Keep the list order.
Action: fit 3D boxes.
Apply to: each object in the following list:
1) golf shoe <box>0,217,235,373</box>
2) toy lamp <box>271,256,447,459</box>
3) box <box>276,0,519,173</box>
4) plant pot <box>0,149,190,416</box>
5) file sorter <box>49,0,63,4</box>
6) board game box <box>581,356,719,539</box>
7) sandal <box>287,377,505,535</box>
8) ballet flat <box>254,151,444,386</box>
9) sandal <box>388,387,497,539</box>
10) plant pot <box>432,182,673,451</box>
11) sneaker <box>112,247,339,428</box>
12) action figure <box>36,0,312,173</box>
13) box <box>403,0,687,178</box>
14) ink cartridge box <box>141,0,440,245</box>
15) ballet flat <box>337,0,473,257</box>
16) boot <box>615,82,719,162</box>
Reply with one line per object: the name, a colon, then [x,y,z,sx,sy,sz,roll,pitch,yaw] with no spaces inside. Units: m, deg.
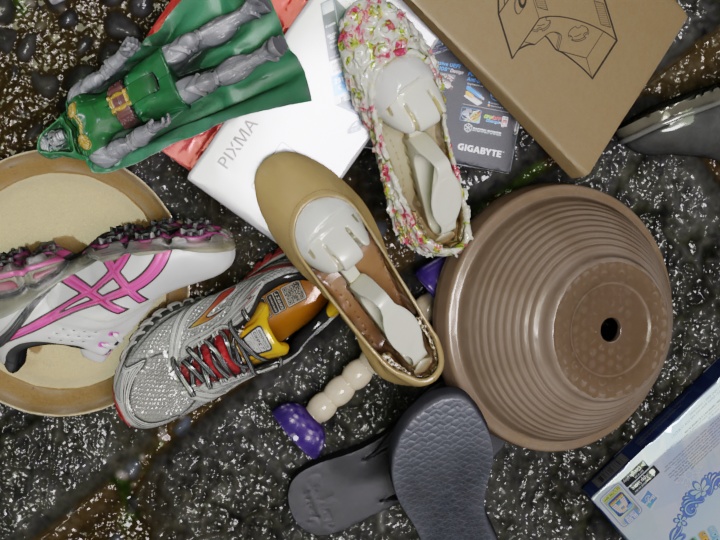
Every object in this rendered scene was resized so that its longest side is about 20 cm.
golf shoe: [-0.181,0.016,0.986,0.197,0.073,0.093,-12,102,8]
toy lamp: [0.021,0.059,1.033,0.058,0.058,0.200,45,92,-6]
box: [0.031,-0.168,1.019,0.197,0.046,0.161,9,95,-4]
plant pot: [-0.228,0.009,1.028,0.197,0.027,0.203,0,94,-3]
file sorter: [-0.210,-0.306,0.925,0.201,0.138,0.124,52,54,-6]
board game box: [0.313,0.180,1.067,0.200,0.043,0.199,-42,94,0]
sandal: [0.037,0.147,1.047,0.199,0.043,0.077,-32,96,0]
ballet flat: [0.000,0.000,0.950,0.068,0.063,0.201,-40,110,-8]
sandal: [0.061,0.162,1.013,0.075,0.043,0.202,-13,130,-4]
plant pot: [0.160,0.037,0.994,0.198,0.093,0.204,-2,94,-21]
sneaker: [-0.096,0.047,0.994,0.199,0.082,0.078,-36,107,-9]
action figure: [-0.144,-0.127,0.946,0.198,0.055,0.119,-27,78,16]
box: [0.138,-0.193,0.986,0.200,0.021,0.164,42,72,-24]
ink cartridge box: [-0.064,-0.146,0.971,0.175,0.045,0.201,35,94,-7]
ballet flat: [0.041,-0.095,0.941,0.075,0.064,0.202,-30,123,-14]
boot: [0.303,-0.047,1.035,0.180,0.073,0.202,-16,96,-2]
